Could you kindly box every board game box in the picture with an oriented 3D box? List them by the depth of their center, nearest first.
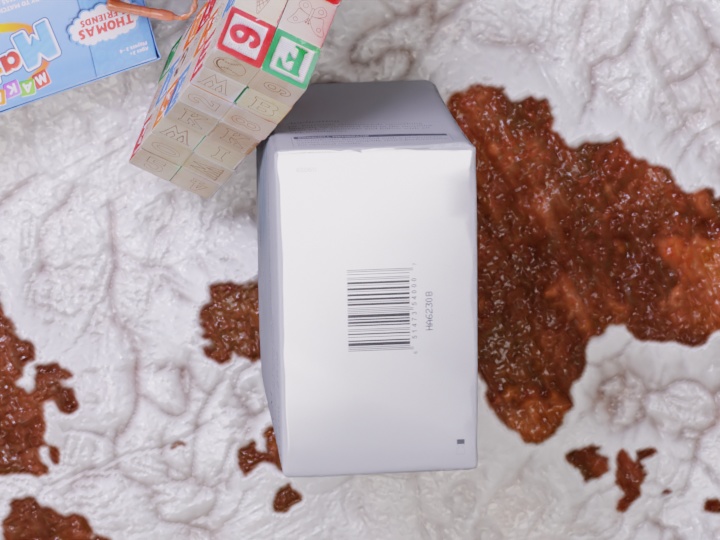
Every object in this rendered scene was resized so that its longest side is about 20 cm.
[{"bbox_3d":[-0.217,-0.201,1.643,0.151,0.037,0.200,-21,112,-19],"label":"board game box"}]

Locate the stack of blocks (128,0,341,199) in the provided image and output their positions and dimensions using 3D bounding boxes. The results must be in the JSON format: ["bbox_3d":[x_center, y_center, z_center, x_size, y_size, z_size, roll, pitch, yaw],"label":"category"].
[{"bbox_3d":[-0.070,-0.133,1.624,0.058,0.200,0.115,25,66,-11],"label":"stack of blocks"}]

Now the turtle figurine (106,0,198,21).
[{"bbox_3d":[-0.138,-0.225,1.583,0.200,0.064,0.161,26,110,-36],"label":"turtle figurine"}]

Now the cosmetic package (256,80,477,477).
[{"bbox_3d":[0.000,0.000,1.664,0.123,0.200,0.200,-2,104,-4],"label":"cosmetic package"}]
